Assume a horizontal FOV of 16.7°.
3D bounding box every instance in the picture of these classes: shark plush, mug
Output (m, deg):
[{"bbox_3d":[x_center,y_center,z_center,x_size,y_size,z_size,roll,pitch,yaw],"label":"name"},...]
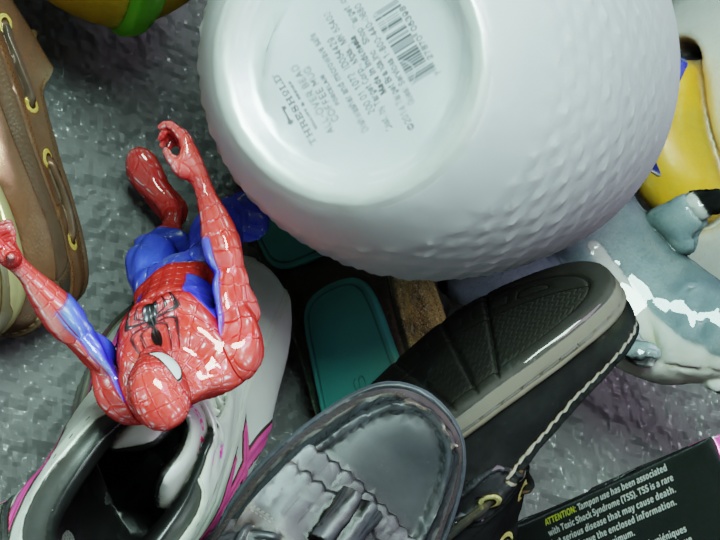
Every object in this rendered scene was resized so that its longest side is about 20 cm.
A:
[{"bbox_3d":[0.116,0.000,0.953,0.091,0.199,0.084,9,106,-59],"label":"shark plush"},{"bbox_3d":[0.014,-0.094,0.817,0.175,0.147,0.201,-15,88,-73],"label":"mug"}]

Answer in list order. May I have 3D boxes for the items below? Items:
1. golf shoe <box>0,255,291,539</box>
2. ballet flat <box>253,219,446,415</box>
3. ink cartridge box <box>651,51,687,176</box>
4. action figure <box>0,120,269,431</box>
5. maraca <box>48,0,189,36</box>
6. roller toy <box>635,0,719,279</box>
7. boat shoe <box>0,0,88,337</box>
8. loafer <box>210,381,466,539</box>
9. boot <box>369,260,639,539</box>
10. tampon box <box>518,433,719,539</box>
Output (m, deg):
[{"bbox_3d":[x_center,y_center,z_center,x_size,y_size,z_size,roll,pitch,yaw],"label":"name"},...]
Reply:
[{"bbox_3d":[-0.067,0.062,0.844,0.073,0.092,0.200,43,48,-12],"label":"golf shoe"},{"bbox_3d":[0.000,0.000,0.952,0.070,0.071,0.201,-3,71,-39],"label":"ballet flat"},{"bbox_3d":[0.075,-0.113,1.001,0.099,0.039,0.200,26,23,-18],"label":"ink cartridge box"},{"bbox_3d":[-0.072,-0.019,0.814,0.099,0.065,0.200,60,12,-24],"label":"action figure"},{"bbox_3d":[-0.081,-0.151,0.842,0.106,0.200,0.138,-10,95,-15],"label":"maraca"},{"bbox_3d":[0.200,-0.056,1.080,0.183,0.139,0.200,51,41,-20],"label":"roller toy"},{"bbox_3d":[-0.148,-0.071,0.861,0.067,0.072,0.201,-10,81,-53],"label":"boat shoe"},{"bbox_3d":[-0.036,0.122,0.786,0.072,0.063,0.200,41,89,-2],"label":"loafer"},{"bbox_3d":[0.051,0.107,0.872,0.151,0.200,0.073,46,5,-18],"label":"boot"},{"bbox_3d":[0.179,0.165,0.968,0.149,0.126,0.201,-9,75,-41],"label":"tampon box"}]
